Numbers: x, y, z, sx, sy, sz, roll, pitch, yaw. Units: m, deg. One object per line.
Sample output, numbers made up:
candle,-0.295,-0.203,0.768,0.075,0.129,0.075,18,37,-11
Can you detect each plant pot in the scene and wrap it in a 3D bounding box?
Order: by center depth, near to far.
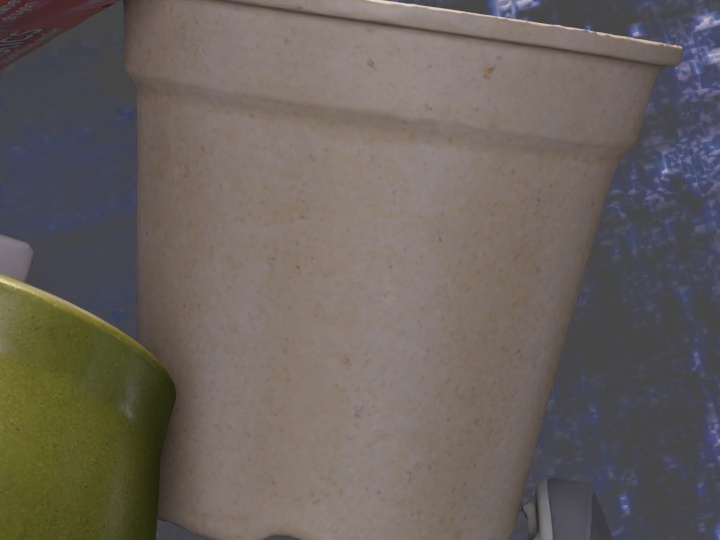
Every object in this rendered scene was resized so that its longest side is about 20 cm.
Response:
plant pot,-0.146,0.103,0.870,0.199,0.201,0.194,17,72,3
plant pot,0.000,0.000,0.962,0.199,0.200,0.185,8,95,2

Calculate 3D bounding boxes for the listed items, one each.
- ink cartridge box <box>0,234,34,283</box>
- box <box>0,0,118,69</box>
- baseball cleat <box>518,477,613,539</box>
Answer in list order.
ink cartridge box,-0.216,0.063,0.970,0.145,0.084,0.201,18,84,-29
box,-0.155,-0.119,0.947,0.099,0.200,0.096,-7,85,-29
baseball cleat,0.116,0.166,0.984,0.106,0.070,0.202,-11,83,7
